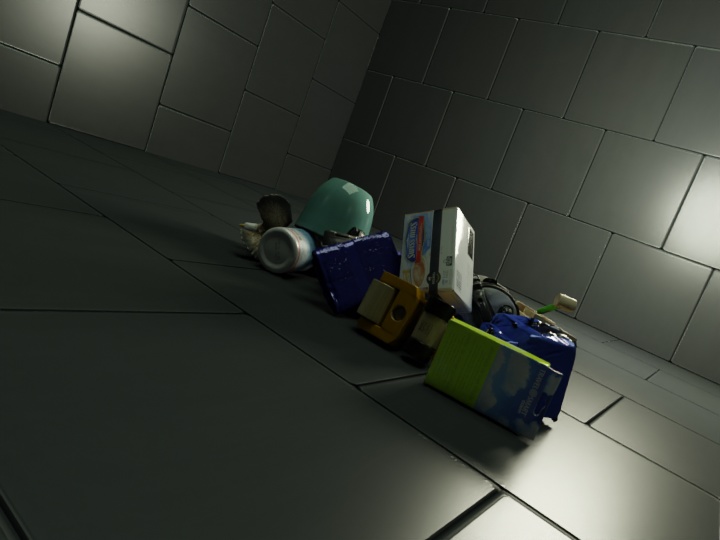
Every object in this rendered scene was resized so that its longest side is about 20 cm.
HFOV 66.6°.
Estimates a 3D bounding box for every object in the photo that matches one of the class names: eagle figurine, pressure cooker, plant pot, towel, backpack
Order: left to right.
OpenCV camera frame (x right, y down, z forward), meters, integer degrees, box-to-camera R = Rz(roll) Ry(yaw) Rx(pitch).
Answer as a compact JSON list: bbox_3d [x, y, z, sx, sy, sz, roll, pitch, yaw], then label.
[{"bbox_3d":[-0.245,-0.104,1.430,0.149,0.154,0.200,-19,3,-15],"label":"eagle figurine"},{"bbox_3d":[-0.056,-0.150,1.475,0.198,0.163,0.201,25,-3,2],"label":"plant pot"},{"bbox_3d":[-0.001,0.003,1.210,0.198,0.150,0.049,-17,-7,-27],"label":"towel"},{"bbox_3d":[0.286,0.103,1.309,0.174,0.181,0.200,26,7,-3],"label":"pressure cooker"},{"bbox_3d":[0.300,0.162,1.059,0.166,0.165,0.200,17,10,-5],"label":"backpack"}]

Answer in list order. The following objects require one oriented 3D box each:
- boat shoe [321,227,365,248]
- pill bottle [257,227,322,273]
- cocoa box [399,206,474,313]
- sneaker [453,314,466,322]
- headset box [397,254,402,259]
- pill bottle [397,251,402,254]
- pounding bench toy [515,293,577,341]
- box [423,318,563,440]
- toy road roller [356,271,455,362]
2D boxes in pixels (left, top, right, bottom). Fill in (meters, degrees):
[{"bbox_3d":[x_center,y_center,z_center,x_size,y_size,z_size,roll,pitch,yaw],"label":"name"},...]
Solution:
[{"bbox_3d":[-0.017,-0.072,1.327,0.198,0.067,0.069,-2,2,-44],"label":"boat shoe"},{"bbox_3d":[-0.169,-0.051,1.383,0.108,0.110,0.200,24,9,16],"label":"pill bottle"},{"bbox_3d":[0.171,-0.018,1.221,0.130,0.203,0.133,-6,-25,28],"label":"cocoa box"},{"bbox_3d":[0.197,0.133,1.229,0.199,0.089,0.075,27,13,41],"label":"sneaker"},{"bbox_3d":[0.000,0.000,1.356,0.146,0.076,0.200,-1,1,-21],"label":"headset box"},{"bbox_3d":[0.044,-0.021,1.671,0.197,0.121,0.120,20,9,-6],"label":"pill bottle"},{"bbox_3d":[0.439,0.137,1.349,0.123,0.202,0.156,29,8,-7],"label":"pounding bench toy"},{"bbox_3d":[0.218,0.176,0.911,0.198,0.123,0.048,25,8,23],"label":"box"},{"bbox_3d":[0.104,0.103,1.109,0.198,0.124,0.146,27,-4,28],"label":"toy road roller"}]
